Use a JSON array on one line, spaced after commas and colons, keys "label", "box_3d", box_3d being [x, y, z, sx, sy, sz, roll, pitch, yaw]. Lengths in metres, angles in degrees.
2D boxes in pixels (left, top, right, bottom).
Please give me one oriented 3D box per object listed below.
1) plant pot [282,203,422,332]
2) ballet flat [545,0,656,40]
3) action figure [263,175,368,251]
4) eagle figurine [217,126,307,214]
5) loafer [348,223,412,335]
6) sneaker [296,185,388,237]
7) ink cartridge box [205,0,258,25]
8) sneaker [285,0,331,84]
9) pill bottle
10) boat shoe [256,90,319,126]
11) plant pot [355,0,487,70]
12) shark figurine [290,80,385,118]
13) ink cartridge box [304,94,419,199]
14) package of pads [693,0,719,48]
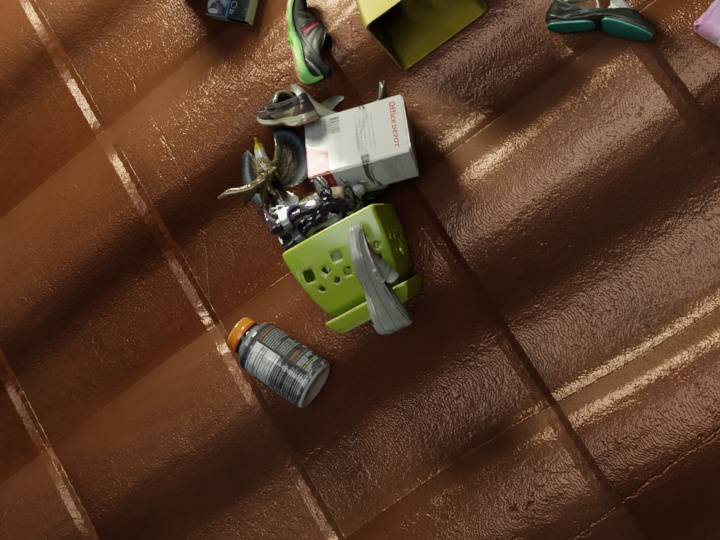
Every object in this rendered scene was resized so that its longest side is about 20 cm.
[{"label": "plant pot", "box_3d": [0.000, 0.000, 1.644, 0.198, 0.200, 0.183, -28, 88, 14]}, {"label": "ballet flat", "box_3d": [0.432, -0.460, 1.582, 0.198, 0.068, 0.069, 12, 84, 17]}, {"label": "action figure", "box_3d": [-0.073, -0.117, 1.627, 0.199, 0.130, 0.070, -27, 50, 7]}, {"label": "eagle figurine", "box_3d": [-0.177, -0.193, 1.723, 0.150, 0.200, 0.152, 15, 109, 0]}, {"label": "loafer", "box_3d": [0.032, 0.011, 1.512, 0.069, 0.070, 0.202, -18, 104, 8]}, {"label": "sneaker", "box_3d": [-0.033, -0.127, 1.728, 0.198, 0.076, 0.088, -18, 111, 9]}, {"label": "ink cartridge box", "box_3d": [-0.248, -0.614, 1.816, 0.099, 0.039, 0.202, 14, 92, 18]}, {"label": "sneaker", "box_3d": [-0.102, -0.469, 1.758, 0.083, 0.077, 0.202, -10, 84, -8]}, {"label": "pill bottle", "box_3d": [-0.166, 0.173, 1.735, 0.199, 0.106, 0.107, 33, 98, 16]}, {"label": "boat shoe", "box_3d": [-0.145, -0.318, 1.714, 0.199, 0.071, 0.065, 19, 126, 58]}, {"label": "plant pot", "box_3d": [0.088, -0.531, 1.636, 0.199, 0.200, 0.177, -33, 67, 14]}, {"label": "shark figurine", "box_3d": [-0.048, -0.308, 1.721, 0.212, 0.089, 0.130, 1, 90, 20]}, {"label": "ink cartridge box", "box_3d": [0.002, -0.229, 1.665, 0.198, 0.083, 0.148, -14, 55, 11]}, {"label": "package of pads", "box_3d": [0.680, -0.407, 1.495, 0.200, 0.076, 0.121, 39, 103, 15]}]
